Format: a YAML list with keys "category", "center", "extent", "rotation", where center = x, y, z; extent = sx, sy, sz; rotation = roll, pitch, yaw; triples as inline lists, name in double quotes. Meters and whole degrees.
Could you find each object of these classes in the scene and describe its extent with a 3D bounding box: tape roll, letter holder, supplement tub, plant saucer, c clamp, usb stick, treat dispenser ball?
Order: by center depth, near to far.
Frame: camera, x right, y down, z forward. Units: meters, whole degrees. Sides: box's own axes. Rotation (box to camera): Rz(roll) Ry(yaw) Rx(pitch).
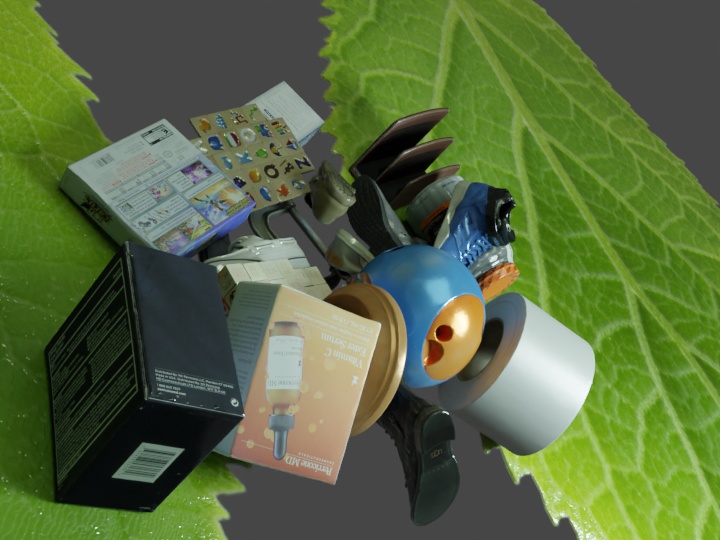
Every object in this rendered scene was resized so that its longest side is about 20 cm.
- category: "plant saucer"
  center: [-0.025, 0.110, 1.425]
  extent: [0.037, 0.200, 0.201]
  rotation: [22, 38, -40]
- category: "usb stick"
  center: [-0.210, -0.066, 1.570]
  extent: [0.055, 0.033, 0.201]
  rotation: [17, 42, -35]
- category: "treat dispenser ball"
  center: [0.077, 0.064, 1.591]
  extent: [0.200, 0.201, 0.202]
  rotation: [29, 36, -24]
- category: "tape roll"
  center: [0.228, 0.152, 1.666]
  extent: [0.139, 0.203, 0.203]
  rotation: [33, 34, -18]
- category: "c clamp"
  center: [-0.087, -0.051, 1.696]
  extent: [0.170, 0.027, 0.201]
  rotation: [-14, 64, -54]
- category: "supplement tub"
  center: [0.174, -0.050, 1.900]
  extent: [0.122, 0.123, 0.201]
  rotation: [-10, 61, -52]
- category: "letter holder"
  center: [0.101, -0.199, 1.963]
  extent: [0.101, 0.142, 0.200]
  rotation: [51, 33, 10]

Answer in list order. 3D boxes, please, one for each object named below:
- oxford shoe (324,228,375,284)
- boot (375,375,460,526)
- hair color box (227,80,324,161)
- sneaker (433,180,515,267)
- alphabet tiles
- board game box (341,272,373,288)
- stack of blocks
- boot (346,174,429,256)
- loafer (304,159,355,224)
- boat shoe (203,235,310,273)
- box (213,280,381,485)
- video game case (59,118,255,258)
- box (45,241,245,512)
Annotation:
- category: "oxford shoe"
  center: [0.000, 0.000, 1.684]
  extent: [0.075, 0.058, 0.200]
  rotation: [39, -2, 31]
- category: "boot"
  center: [0.057, 0.217, 1.494]
  extent: [0.069, 0.202, 0.174]
  rotation: [-12, 28, -28]
- category: "hair color box"
  center: [-0.145, -0.222, 1.788]
  extent: [0.100, 0.061, 0.200]
  rotation: [45, 32, -1]
- category: "sneaker"
  center: [0.184, -0.044, 1.787]
  extent: [0.077, 0.110, 0.201]
  rotation: [47, 59, -57]
- category: "alphabet tiles"
  center: [-0.162, -0.168, 1.663]
  extent: [0.199, 0.006, 0.167]
  rotation: [-22, 75, -44]
- category: "board game box"
  center: [-0.014, 0.105, 1.500]
  extent: [0.039, 0.158, 0.201]
  rotation: [1, 51, -25]
- category: "stack of blocks"
  center: [-0.123, 0.042, 1.471]
  extent: [0.199, 0.115, 0.059]
  rotation: [-7, 58, -52]
- category: "boot"
  center: [0.057, -0.057, 1.843]
  extent: [0.131, 0.070, 0.201]
  rotation: [12, 50, -53]
- category: "loafer"
  center: [-0.053, -0.120, 1.754]
  extent: [0.076, 0.067, 0.200]
  rotation: [45, 7, -8]
- category: "boat shoe"
  center: [-0.146, -0.015, 1.497]
  extent: [0.199, 0.072, 0.066]
  rotation: [-8, 69, -48]
- category: "box"
  center: [-0.087, 0.131, 1.328]
  extent: [0.151, 0.106, 0.202]
  rotation: [21, 80, -32]
- category: "video game case"
  center: [-0.266, -0.099, 1.497]
  extent: [0.181, 0.046, 0.200]
  rotation: [42, 40, 7]
- category: "box"
  center: [-0.232, 0.115, 1.188]
  extent: [0.123, 0.200, 0.199]
  rotation: [16, 43, -37]
